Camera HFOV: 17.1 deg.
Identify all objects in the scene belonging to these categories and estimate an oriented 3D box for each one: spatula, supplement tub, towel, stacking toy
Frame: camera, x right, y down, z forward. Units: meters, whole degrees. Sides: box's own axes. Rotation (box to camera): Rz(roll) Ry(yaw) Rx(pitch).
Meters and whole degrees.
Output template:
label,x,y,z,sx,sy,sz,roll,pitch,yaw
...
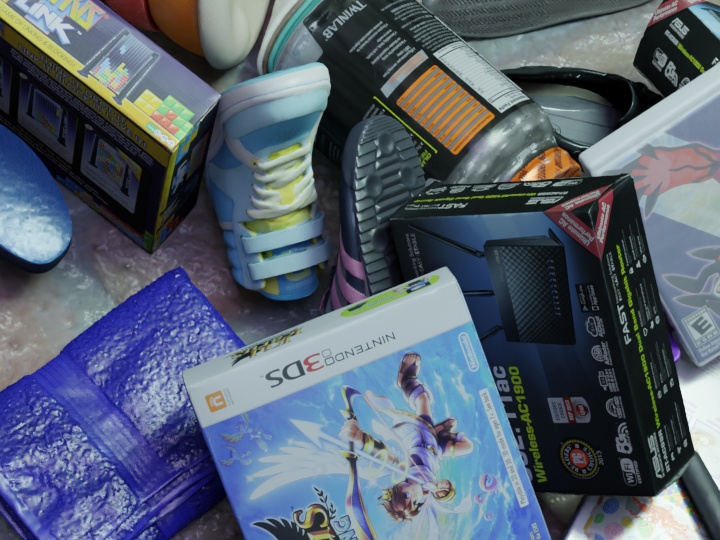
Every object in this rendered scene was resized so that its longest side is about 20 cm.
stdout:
label,x,y,z,sx,sy,sz,roll,pitch,yaw
spatula,0.205,0.105,1.557,0.056,0.021,0.201,-24,75,-6
supplement tub,0.045,-0.097,1.613,0.200,0.123,0.122,43,66,16
towel,-0.148,0.102,1.539,0.200,0.050,0.148,-37,79,-23
stacking toy,-0.164,-0.224,1.652,0.199,0.146,0.147,9,64,11

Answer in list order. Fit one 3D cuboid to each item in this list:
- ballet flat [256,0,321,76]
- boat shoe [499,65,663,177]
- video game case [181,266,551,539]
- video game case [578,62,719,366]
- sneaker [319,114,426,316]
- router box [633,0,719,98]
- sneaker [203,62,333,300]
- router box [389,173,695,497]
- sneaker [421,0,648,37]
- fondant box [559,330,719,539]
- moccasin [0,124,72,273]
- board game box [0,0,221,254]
label,x,y,z,sx,sy,sz,roll,pitch,yaw
ballet flat,-0.011,-0.217,1.685,0.069,0.069,0.200,40,91,8
boat shoe,0.172,-0.108,1.682,0.198,0.066,0.075,14,63,-5
video game case,0.007,0.124,1.487,0.180,0.045,0.201,-21,103,-2
video game case,0.262,-0.057,1.531,0.199,0.183,0.023,-33,32,1
sneaker,0.000,0.000,1.556,0.070,0.082,0.202,-9,97,-42
router box,0.304,-0.111,1.630,0.199,0.062,0.150,15,24,-26
sneaker,-0.048,-0.053,1.549,0.079,0.200,0.131,-16,82,-14
router box,0.115,0.042,1.511,0.062,0.149,0.201,-36,117,-48
sneaker,0.119,-0.240,1.732,0.199,0.074,0.116,-11,67,-26
fondant box,0.225,0.157,1.582,0.144,0.058,0.201,30,63,3
moccasin,-0.269,-0.071,1.583,0.200,0.068,0.080,45,59,9
board game box,-0.190,-0.120,1.564,0.200,0.165,0.057,38,65,6
